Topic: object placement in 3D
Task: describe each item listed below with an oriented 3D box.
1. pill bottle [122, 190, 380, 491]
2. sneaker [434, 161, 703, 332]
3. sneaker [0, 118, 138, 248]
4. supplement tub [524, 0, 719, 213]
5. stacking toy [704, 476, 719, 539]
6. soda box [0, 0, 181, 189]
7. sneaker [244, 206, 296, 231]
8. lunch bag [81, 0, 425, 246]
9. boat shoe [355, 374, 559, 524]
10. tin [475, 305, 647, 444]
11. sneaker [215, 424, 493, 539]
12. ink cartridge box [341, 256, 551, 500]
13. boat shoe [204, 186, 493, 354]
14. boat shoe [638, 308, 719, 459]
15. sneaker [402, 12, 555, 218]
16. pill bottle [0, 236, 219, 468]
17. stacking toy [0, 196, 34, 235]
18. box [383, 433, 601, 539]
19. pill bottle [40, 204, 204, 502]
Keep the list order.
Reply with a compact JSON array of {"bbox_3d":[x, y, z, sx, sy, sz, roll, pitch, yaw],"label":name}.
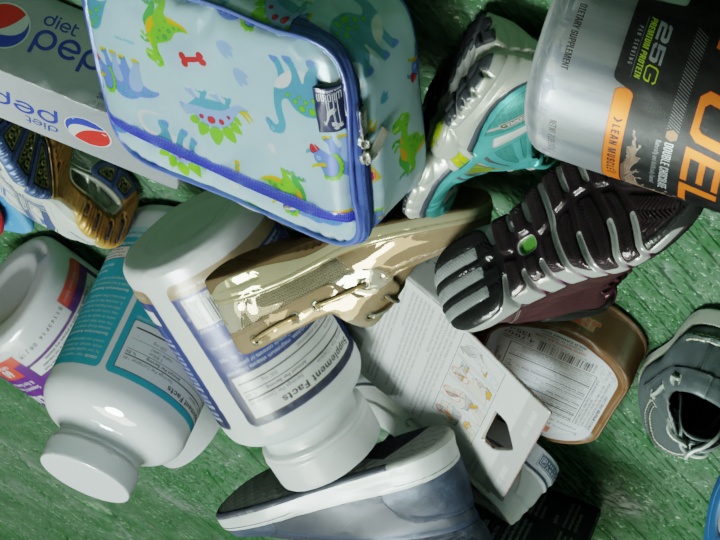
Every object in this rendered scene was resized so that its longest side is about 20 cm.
[{"bbox_3d":[-0.068,0.049,1.648,0.111,0.111,0.201,-5,123,49],"label":"pill bottle"},{"bbox_3d":[0.147,-0.021,1.444,0.199,0.076,0.115,-25,160,38],"label":"sneaker"},{"bbox_3d":[-0.235,-0.078,1.657,0.088,0.076,0.200,10,152,30],"label":"sneaker"},{"bbox_3d":[0.189,-0.088,1.171,0.199,0.123,0.123,18,156,12],"label":"supplement tub"},{"bbox_3d":[0.342,0.186,1.640,0.198,0.117,0.110,11,152,-5],"label":"stacking toy"},{"bbox_3d":[-0.193,-0.127,1.527,0.199,0.064,0.068,22,155,5],"label":"soda box"},{"bbox_3d":[-0.042,-0.072,1.462,0.087,0.075,0.200,12,160,-21],"label":"sneaker"},{"bbox_3d":[-0.059,-0.108,1.344,0.199,0.082,0.161,25,141,27],"label":"lunch bag"},{"bbox_3d":[0.055,0.129,1.788,0.199,0.065,0.074,22,156,45],"label":"boat shoe"},{"bbox_3d":[0.130,0.065,1.660,0.111,0.042,0.200,27,157,5],"label":"tin"},{"bbox_3d":[0.002,0.201,1.707,0.201,0.077,0.147,-14,110,31],"label":"sneaker"},{"bbox_3d":[0.060,0.057,1.632,0.176,0.045,0.200,41,159,10],"label":"ink cartridge box"},{"bbox_3d":[0.000,0.000,1.518,0.199,0.071,0.065,-18,101,25],"label":"boat shoe"},{"bbox_3d":[0.217,0.090,1.593,0.072,0.062,0.200,22,157,4],"label":"boat shoe"},{"bbox_3d":[0.074,-0.075,1.376,0.079,0.078,0.200,18,158,-10],"label":"sneaker"},{"bbox_3d":[-0.203,0.071,1.893,0.200,0.112,0.111,38,153,-28],"label":"pill bottle"},{"bbox_3d":[-0.340,0.004,1.771,0.115,0.201,0.110,12,154,28],"label":"stacking toy"},{"bbox_3d":[0.075,0.219,1.836,0.181,0.105,0.200,22,-168,8],"label":"box"},{"bbox_3d":[-0.156,0.062,1.717,0.110,0.201,0.111,21,157,9],"label":"pill bottle"}]
